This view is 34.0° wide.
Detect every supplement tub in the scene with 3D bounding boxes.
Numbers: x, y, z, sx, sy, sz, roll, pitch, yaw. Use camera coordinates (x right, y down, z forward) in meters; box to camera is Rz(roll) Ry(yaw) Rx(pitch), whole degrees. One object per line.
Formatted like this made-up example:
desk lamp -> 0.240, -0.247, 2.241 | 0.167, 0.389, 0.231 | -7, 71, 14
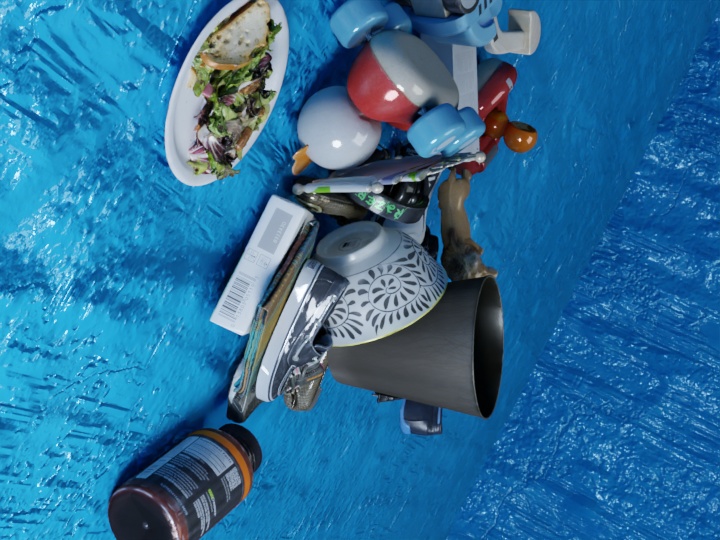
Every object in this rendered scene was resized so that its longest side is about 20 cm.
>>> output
supplement tub -> -0.198, 0.255, 1.394 | 0.200, 0.107, 0.107 | -34, 146, -55

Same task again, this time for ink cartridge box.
ink cartridge box -> -0.110, -0.005, 1.408 | 0.161, 0.050, 0.200 | -64, 179, 1

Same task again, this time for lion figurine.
lion figurine -> 0.134, -0.066, 1.639 | 0.122, 0.072, 0.200 | 7, 66, -78

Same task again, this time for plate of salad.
plate of salad -> -0.118, -0.170, 1.139 | 0.200, 0.048, 0.200 | -53, 158, -31

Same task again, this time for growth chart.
growth chart -> 0.039, -0.114, 1.355 | 0.200, 0.145, 0.018 | -21, 108, -44

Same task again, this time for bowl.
bowl -> 0.000, 0.000, 1.469 | 0.201, 0.201, 0.094 | -47, 125, -40

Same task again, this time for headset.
headset -> 0.021, -0.107, 1.497 | 0.094, 0.123, 0.200 | -60, -171, 24

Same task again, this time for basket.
basket -> 0.069, 0.092, 1.505 | 0.136, 0.200, 0.180 | -2, 93, -68

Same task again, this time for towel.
towel -> -0.101, 0.046, 1.389 | 0.200, 0.022, 0.147 | 110, 6, -53

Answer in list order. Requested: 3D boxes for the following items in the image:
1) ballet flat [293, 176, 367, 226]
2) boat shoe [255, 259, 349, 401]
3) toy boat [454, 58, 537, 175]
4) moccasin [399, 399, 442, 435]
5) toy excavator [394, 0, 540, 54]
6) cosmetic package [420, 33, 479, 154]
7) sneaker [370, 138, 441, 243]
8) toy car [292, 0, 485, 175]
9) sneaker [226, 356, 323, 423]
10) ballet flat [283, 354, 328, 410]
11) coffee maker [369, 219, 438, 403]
ballet flat -> -0.038, -0.080, 1.452 | 0.046, 0.067, 0.200 | -57, 167, 8
boat shoe -> -0.067, 0.082, 1.404 | 0.072, 0.068, 0.200 | -55, 170, -66
toy boat -> 0.209, -0.223, 1.798 | 0.131, 0.131, 0.200 | -52, 158, -30
moccasin -> 0.112, 0.143, 1.623 | 0.080, 0.068, 0.200 | 74, 32, -59
toy excavator -> 0.145, -0.318, 1.463 | 0.194, 0.100, 0.200 | -49, 138, -30
cosmetic package -> 0.117, -0.247, 1.553 | 0.083, 0.051, 0.200 | -27, 117, -57
sneaker -> 0.067, -0.120, 1.613 | 0.199, 0.079, 0.130 | -54, 155, -62
toy car -> 0.002, -0.176, 1.336 | 0.200, 0.184, 0.177 | -36, 173, 19
sneaker -> -0.093, 0.120, 1.510 | 0.200, 0.086, 0.080 | -53, 165, -28
ballet flat -> -0.061, 0.103, 1.621 | 0.046, 0.067, 0.200 | 14, 109, -28
coffee maker -> 0.051, 0.047, 1.653 | 0.135, 0.192, 0.200 | -7, 119, -19
